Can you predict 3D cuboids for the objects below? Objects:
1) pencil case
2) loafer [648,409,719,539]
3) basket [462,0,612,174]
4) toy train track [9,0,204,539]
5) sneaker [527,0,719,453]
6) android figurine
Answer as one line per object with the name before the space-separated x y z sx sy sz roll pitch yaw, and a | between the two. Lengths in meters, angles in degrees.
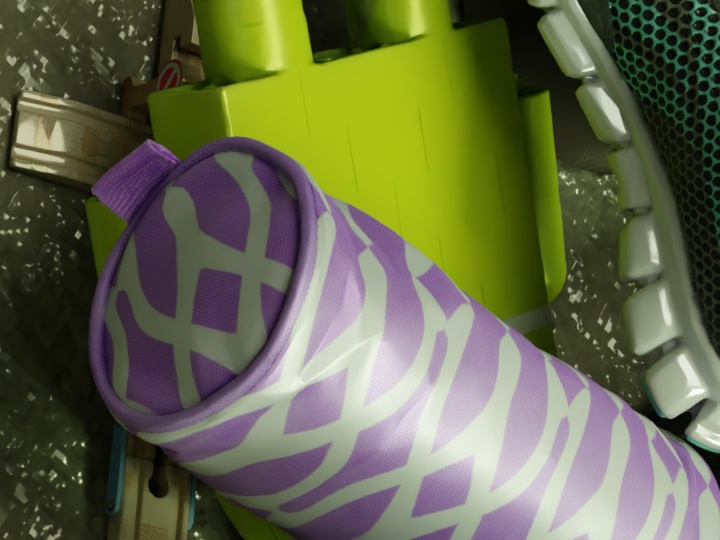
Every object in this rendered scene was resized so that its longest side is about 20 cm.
pencil case | 0.016 0.040 0.759 0.200 0.084 0.086 37 25 -43
loafer | 0.128 0.072 0.891 0.200 0.072 0.063 -68 134 -75
basket | 0.136 -0.104 0.899 0.136 0.200 0.181 20 66 -33
toy train track | -0.048 0.012 0.830 0.114 0.032 0.201 17 70 -35
sneaker | 0.108 -0.054 0.800 0.077 0.091 0.201 -20 92 -54
android figurine | 0.000 0.000 0.827 0.182 0.041 0.201 -21 106 -46
